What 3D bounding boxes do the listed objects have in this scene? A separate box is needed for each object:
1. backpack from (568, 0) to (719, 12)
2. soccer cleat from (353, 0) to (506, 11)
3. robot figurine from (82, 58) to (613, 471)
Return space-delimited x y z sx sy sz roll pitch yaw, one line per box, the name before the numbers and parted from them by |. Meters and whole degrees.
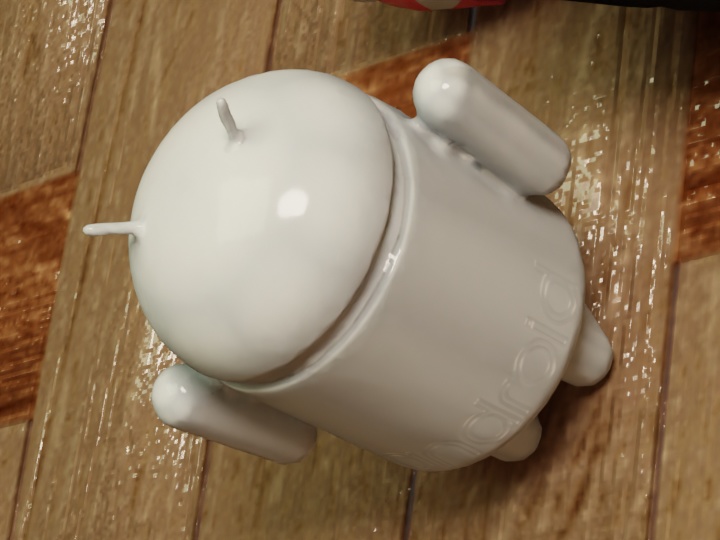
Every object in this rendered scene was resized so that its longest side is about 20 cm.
backpack | 0.131 -0.190 1.008 0.163 0.154 0.200 7 90 38
soccer cleat | 0.036 -0.158 1.091 0.200 0.073 0.068 108 171 -66
robot figurine | 0.000 0.000 1.016 0.170 0.200 0.113 -51 40 15
